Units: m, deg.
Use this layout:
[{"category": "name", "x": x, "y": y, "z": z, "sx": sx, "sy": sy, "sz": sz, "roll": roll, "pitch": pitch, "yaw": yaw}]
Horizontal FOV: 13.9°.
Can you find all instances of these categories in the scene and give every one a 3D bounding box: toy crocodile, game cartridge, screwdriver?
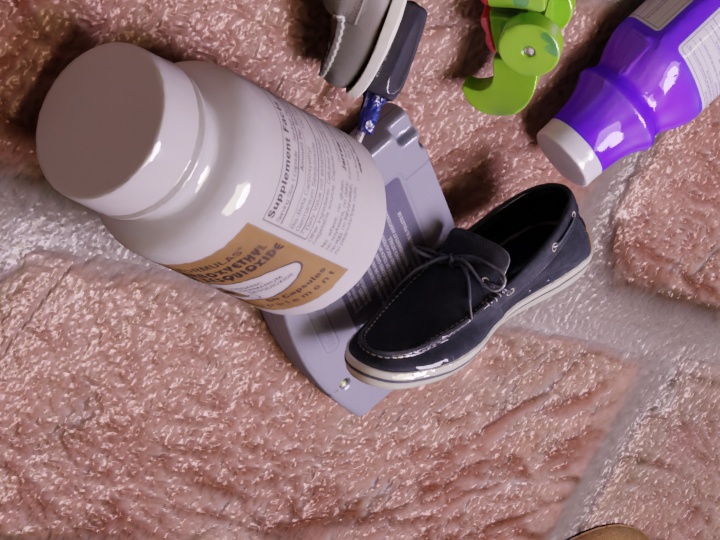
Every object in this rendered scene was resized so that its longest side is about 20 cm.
[{"category": "toy crocodile", "x": 0.095, "y": -0.183, "z": 1.771, "sx": 0.068, "sy": 0.062, "sz": 0.200, "roll": -71, "pitch": 165, "yaw": -50}, {"category": "game cartridge", "x": 0.000, "y": 0.000, "z": 1.841, "sx": 0.133, "sy": 0.041, "sz": 0.200, "roll": -43, "pitch": 143, "yaw": -17}, {"category": "screwdriver", "x": -0.002, "y": -0.065, "z": 1.749, "sx": 0.029, "sy": 0.028, "sz": 0.200, "roll": 18, "pitch": 89, "yaw": -12}]

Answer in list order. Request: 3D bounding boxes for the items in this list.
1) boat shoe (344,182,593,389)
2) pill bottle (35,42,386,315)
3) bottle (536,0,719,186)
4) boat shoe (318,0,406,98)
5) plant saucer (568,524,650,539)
[{"category": "boat shoe", "x": 0.066, "y": 0.007, "z": 1.830, "sx": 0.200, "sy": 0.075, "sz": 0.062, "roll": -33, "pitch": 135, "yaw": -30}, {"category": "pill bottle", "x": -0.083, "y": -0.053, "z": 1.642, "sx": 0.114, "sy": 0.114, "sz": 0.200, "roll": -56, "pitch": 143, "yaw": 6}, {"category": "bottle", "x": 0.200, "y": -0.136, "z": 1.910, "sx": 0.200, "sy": 0.065, "sz": 0.084, "roll": -43, "pitch": 142, "yaw": -11}, {"category": "boat shoe", "x": 0.004, "y": -0.184, "z": 1.669, "sx": 0.060, "sy": 0.072, "sz": 0.202, "roll": 13, "pitch": 132, "yaw": -8}, {"category": "plant saucer", "x": 0.164, "y": 0.286, "z": 2.252, "sx": 0.200, "sy": 0.035, "sz": 0.200, "roll": -27, "pitch": 137, "yaw": -29}]
